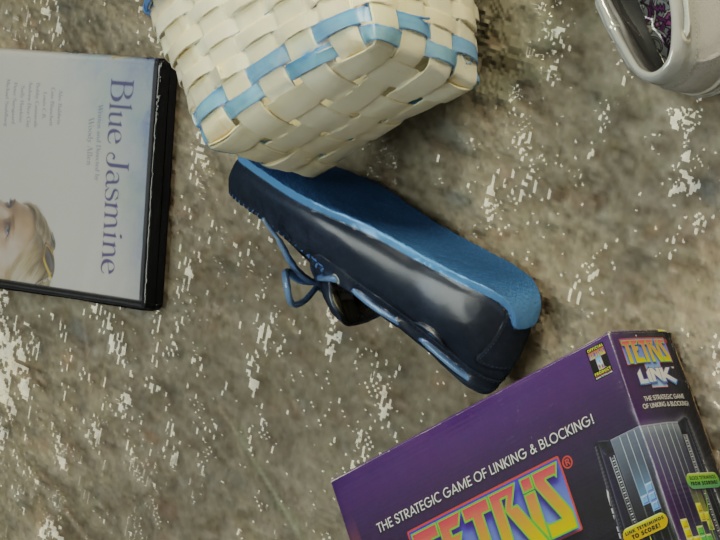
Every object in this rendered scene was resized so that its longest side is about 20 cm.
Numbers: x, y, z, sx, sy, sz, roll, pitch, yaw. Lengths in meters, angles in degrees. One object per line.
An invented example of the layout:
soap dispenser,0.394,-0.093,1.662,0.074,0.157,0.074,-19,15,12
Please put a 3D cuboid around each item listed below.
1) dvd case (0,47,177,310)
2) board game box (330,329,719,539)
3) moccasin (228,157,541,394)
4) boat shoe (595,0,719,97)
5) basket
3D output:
dvd case,-0.185,-0.057,1.661,0.199,0.018,0.144,7,94,41
board game box,0.091,0.143,1.391,0.200,0.057,0.166,-31,71,38
moccasin,0.000,0.000,1.456,0.200,0.080,0.068,33,116,37
boat shoe,0.124,-0.175,1.348,0.072,0.068,0.201,-24,75,39
basket,-0.029,-0.160,1.439,0.176,0.139,0.201,-27,67,35
